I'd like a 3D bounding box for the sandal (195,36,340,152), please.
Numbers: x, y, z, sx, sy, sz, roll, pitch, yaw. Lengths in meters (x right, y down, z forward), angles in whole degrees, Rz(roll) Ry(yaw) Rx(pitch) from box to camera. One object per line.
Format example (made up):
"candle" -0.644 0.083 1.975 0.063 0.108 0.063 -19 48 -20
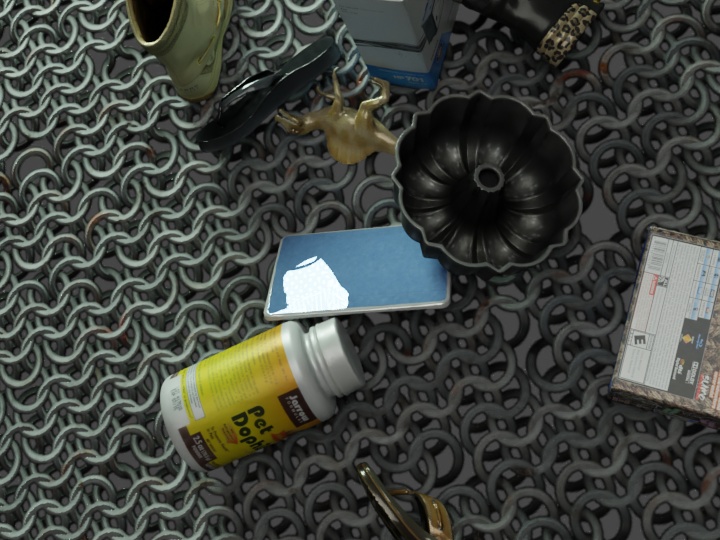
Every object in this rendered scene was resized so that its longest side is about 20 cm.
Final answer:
"sandal" -0.114 -0.210 1.083 0.200 0.043 0.076 -40 30 -6

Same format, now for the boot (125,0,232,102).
"boot" -0.209 -0.318 1.087 0.072 0.155 0.203 1 77 13

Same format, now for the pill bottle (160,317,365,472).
"pill bottle" -0.099 0.124 0.978 0.198 0.109 0.110 -25 72 7

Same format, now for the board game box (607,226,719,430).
"board game box" 0.351 0.068 0.893 0.197 0.097 0.162 15 80 16

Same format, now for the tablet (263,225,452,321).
"tablet" 0.000 0.000 1.005 0.197 0.014 0.131 -4 43 11

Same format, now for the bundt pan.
"bundt pan" 0.125 -0.079 0.972 0.199 0.076 0.205 2 68 -6

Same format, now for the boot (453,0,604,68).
"boot" 0.200 -0.323 1.034 0.150 0.073 0.200 38 58 2

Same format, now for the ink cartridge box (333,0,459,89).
"ink cartridge box" 0.045 -0.305 1.001 0.085 0.200 0.148 14 80 16

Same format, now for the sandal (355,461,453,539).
"sandal" 0.073 0.259 0.924 0.200 0.082 0.055 41 71 20

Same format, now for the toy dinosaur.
"toy dinosaur" 0.005 -0.167 1.064 0.198 0.058 0.102 20 98 18
